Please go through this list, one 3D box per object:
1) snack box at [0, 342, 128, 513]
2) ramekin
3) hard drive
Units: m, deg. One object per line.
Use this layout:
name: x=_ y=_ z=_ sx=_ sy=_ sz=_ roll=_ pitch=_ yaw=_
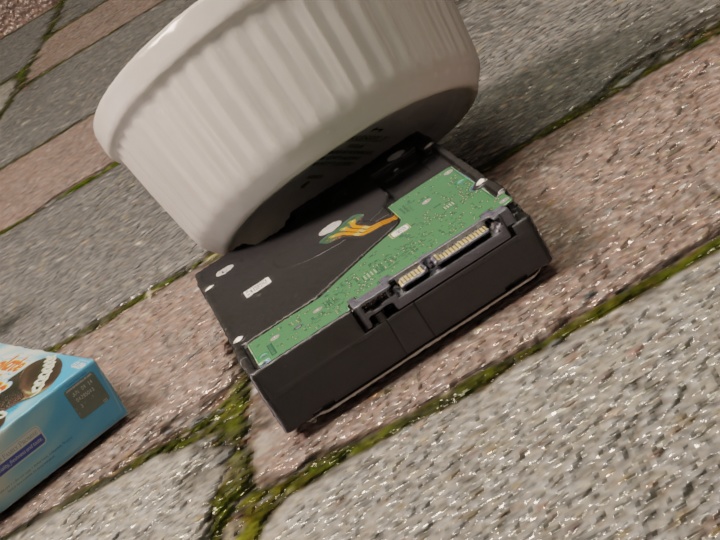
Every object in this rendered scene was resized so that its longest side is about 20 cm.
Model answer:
snack box: x=-0.209 y=0.088 z=1.101 sx=0.116 sy=0.037 sz=0.200 roll=-39 pitch=17 yaw=-21
ramekin: x=-0.030 y=-0.088 z=1.082 sx=0.202 sy=0.094 sz=0.202 roll=-32 pitch=-9 yaw=-5
hard drive: x=0.000 y=0.000 z=0.975 sx=0.140 sy=0.038 sz=0.200 roll=-33 pitch=16 yaw=-3
